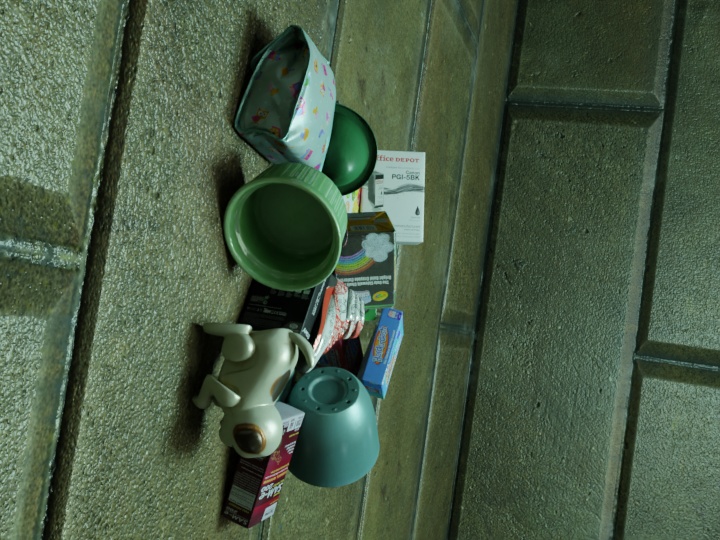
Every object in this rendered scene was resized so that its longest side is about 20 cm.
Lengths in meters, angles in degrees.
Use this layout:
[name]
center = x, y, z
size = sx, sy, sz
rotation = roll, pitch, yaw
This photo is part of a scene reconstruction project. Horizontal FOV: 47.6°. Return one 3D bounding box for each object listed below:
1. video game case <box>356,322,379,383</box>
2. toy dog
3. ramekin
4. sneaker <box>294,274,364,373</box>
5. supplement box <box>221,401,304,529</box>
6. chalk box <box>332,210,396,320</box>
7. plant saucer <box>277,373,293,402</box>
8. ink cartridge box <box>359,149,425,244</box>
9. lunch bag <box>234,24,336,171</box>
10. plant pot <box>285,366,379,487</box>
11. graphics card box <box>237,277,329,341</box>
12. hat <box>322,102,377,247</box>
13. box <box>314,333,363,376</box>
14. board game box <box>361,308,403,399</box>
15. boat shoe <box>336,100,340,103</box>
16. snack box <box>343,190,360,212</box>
[video game case]
center = 0.005, 0.245, 1.789
size = 0.201, 0.022, 0.184
rotation = -68, 171, -45
[toy dog]
center = -0.167, 0.194, 1.297
size = 0.140, 0.190, 0.204
rotation = 62, 31, -78
[ramekin]
center = -0.116, -0.078, 1.337
size = 0.098, 0.197, 0.203
rotation = -66, 156, -58
[sneaker]
center = -0.049, 0.111, 1.465
size = 0.107, 0.067, 0.204
rotation = 35, 50, -29
[supplement box]
center = -0.172, 0.345, 1.461
size = 0.109, 0.060, 0.203
rotation = 4, 104, -71
[chalk box]
center = 0.000, 0.000, 1.590
size = 0.124, 0.123, 0.203
rotation = -109, -161, -67
[plant saucer]
center = -0.166, 0.186, 1.514
size = 0.200, 0.035, 0.204
rotation = 7, 90, -72
[ink cartridge box]
center = 0.067, -0.162, 1.813
size = 0.083, 0.144, 0.204
rotation = 157, -66, -84
[lunch bag]
center = -0.112, -0.290, 1.377
size = 0.170, 0.120, 0.203
rotation = 35, 69, -68
[plant pot]
center = -0.062, 0.287, 1.580
size = 0.201, 0.198, 0.163
rotation = -60, 156, -48
[graphics card box]
center = -0.125, 0.027, 1.442
size = 0.051, 0.123, 0.202
rotation = 68, 33, -55
[hat]
center = -0.049, -0.188, 1.426
size = 0.166, 0.199, 0.176
rotation = -50, -172, 17
[box]
center = -0.062, 0.151, 1.705
size = 0.202, 0.098, 0.096
rotation = 79, 25, -43
[board game box]
center = 0.048, 0.174, 1.688
size = 0.200, 0.044, 0.154
rotation = 79, 28, -72
[boat shoe]
center = -0.052, -0.265, 1.636
size = 0.074, 0.067, 0.201
rotation = 56, 19, -47
[snack box]
center = -0.055, -0.129, 1.698
size = 0.200, 0.052, 0.145
rotation = -20, 115, -69
